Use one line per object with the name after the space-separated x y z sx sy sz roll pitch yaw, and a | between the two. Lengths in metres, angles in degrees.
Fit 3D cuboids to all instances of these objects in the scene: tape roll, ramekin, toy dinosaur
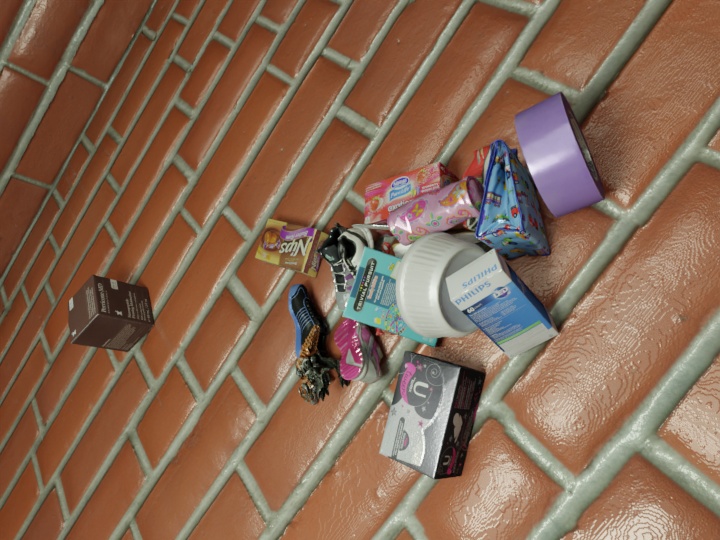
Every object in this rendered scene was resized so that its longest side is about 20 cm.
0.352 -0.202 0.927 0.084 0.199 0.202 -21 63 30 | tape roll
0.169 0.031 0.983 0.094 0.201 0.204 7 79 55 | ramekin
-0.106 0.223 1.188 0.135 0.201 0.102 24 51 37 | toy dinosaur

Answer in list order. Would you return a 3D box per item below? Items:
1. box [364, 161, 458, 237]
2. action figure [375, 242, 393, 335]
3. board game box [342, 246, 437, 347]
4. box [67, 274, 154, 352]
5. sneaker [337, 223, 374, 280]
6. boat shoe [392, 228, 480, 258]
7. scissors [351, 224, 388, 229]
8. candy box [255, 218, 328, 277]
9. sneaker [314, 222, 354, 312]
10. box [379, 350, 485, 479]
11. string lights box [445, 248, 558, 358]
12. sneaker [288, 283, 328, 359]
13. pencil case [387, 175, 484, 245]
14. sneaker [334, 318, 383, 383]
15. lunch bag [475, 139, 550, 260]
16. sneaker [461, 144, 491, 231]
0.112 -0.153 1.166 0.198 0.095 0.101 -12 67 35 | box
0.059 0.038 1.147 0.052 0.065 0.202 156 113 -68 | action figure
0.080 0.055 1.089 0.198 0.047 0.152 18 85 5 | board game box
-0.821 0.145 1.731 0.164 0.199 0.167 -40 56 20 | box
0.000 0.000 1.182 0.073 0.080 0.202 -18 91 40 | sneaker
0.167 -0.043 1.114 0.198 0.071 0.070 -11 95 27 | boat shoe
0.083 -0.090 1.160 0.198 0.073 0.014 -5 62 21 | scissors
-0.183 -0.062 1.394 0.199 0.056 0.118 16 85 41 | candy box
-0.057 -0.012 1.222 0.077 0.139 0.202 -8 69 36 | sneaker
0.135 0.269 0.997 0.131 0.114 0.202 10 81 39 | box
0.248 0.063 0.917 0.102 0.200 0.059 -33 34 24 | string lights box
-0.122 0.122 1.281 0.077 0.070 0.202 -20 70 28 | sneaker
0.149 -0.113 1.031 0.199 0.087 0.088 -22 63 37 | pencil case
0.000 0.174 1.160 0.081 0.088 0.201 -38 33 25 | sneaker
0.289 -0.140 0.988 0.093 0.150 0.202 -6 71 36 | lunch bag
0.244 -0.168 1.089 0.084 0.077 0.202 0 62 45 | sneaker
